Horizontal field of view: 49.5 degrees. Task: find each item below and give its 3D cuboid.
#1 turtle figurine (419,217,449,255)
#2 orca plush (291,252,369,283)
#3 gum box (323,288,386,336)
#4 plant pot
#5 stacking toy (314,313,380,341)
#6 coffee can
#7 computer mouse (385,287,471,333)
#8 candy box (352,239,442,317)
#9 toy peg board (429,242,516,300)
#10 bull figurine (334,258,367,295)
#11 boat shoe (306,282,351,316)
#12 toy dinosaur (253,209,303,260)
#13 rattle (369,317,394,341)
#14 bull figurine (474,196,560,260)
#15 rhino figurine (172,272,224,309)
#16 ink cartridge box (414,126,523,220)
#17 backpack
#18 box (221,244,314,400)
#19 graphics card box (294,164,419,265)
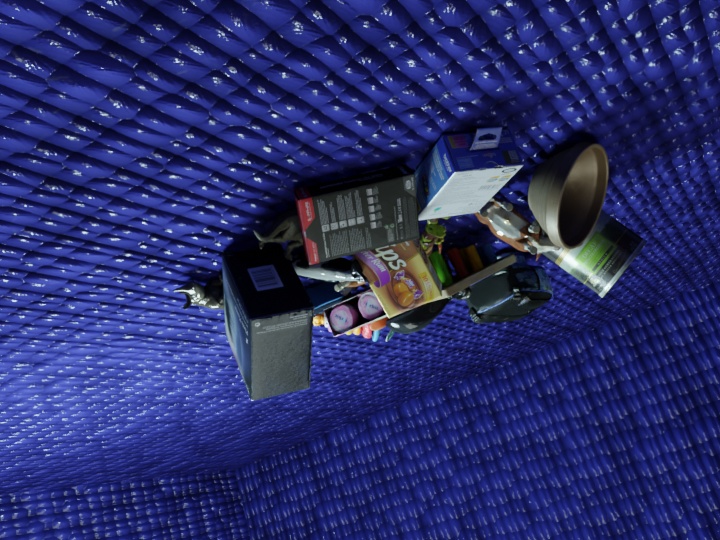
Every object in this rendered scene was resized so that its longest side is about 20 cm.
[{"bbox_3d":[0.131,-0.056,1.560,0.200,0.064,0.161,-54,170,-39],"label":"turtle figurine"},{"bbox_3d":[-0.061,-0.023,1.487,0.105,0.071,0.200,20,169,-31],"label":"orca plush"},{"bbox_3d":[0.037,0.070,1.667,0.200,0.066,0.113,-24,176,25],"label":"gum box"},{"bbox_3d":[0.378,-0.146,1.459,0.093,0.201,0.201,20,-173,37],"label":"plant pot"},{"bbox_3d":[-0.050,0.115,1.898,0.200,0.116,0.110,-4,157,-5],"label":"stacking toy"},{"bbox_3d":[0.457,-0.062,1.598,0.146,0.200,0.146,-48,166,-16],"label":"coffee can"},{"bbox_3d":[0.151,0.095,1.752,0.200,0.053,0.138,-25,-178,-17],"label":"computer mouse"},{"bbox_3d":[0.061,-0.021,1.463,0.117,0.200,0.056,-22,-155,16],"label":"candy box"},{"bbox_3d":[0.202,-0.010,1.738,0.199,0.098,0.200,-26,-178,-25],"label":"toy peg board"},{"bbox_3d":[0.000,0.000,1.606,0.121,0.065,0.200,-21,170,-47],"label":"bull figurine"},{"bbox_3d":[-0.112,0.082,1.744,0.200,0.084,0.069,-11,149,-11],"label":"boat shoe"},{"bbox_3d":[-0.120,-0.074,1.348,0.102,0.077,0.200,-38,150,19],"label":"toy dinosaur"},{"bbox_3d":[0.119,0.075,1.814,0.143,0.130,0.200,-14,-174,29],"label":"rattle"},{"bbox_3d":[0.300,-0.082,1.508,0.065,0.200,0.121,-58,-179,3],"label":"bull figurine"},{"bbox_3d":[-0.279,0.046,1.535,0.200,0.060,0.087,3,149,-43],"label":"rhino figurine"},{"bbox_3d":[0.177,-0.167,1.312,0.136,0.076,0.200,-9,161,-25],"label":"ink cartridge box"},{"bbox_3d":[0.376,0.042,1.970,0.200,0.147,0.183,5,150,-41],"label":"backpack"},{"bbox_3d":[-0.174,0.094,1.434,0.123,0.200,0.199,-11,129,-19],"label":"box"},{"bbox_3d":[-0.004,-0.094,1.302,0.200,0.051,0.126,-14,121,-9],"label":"graphics card box"}]
